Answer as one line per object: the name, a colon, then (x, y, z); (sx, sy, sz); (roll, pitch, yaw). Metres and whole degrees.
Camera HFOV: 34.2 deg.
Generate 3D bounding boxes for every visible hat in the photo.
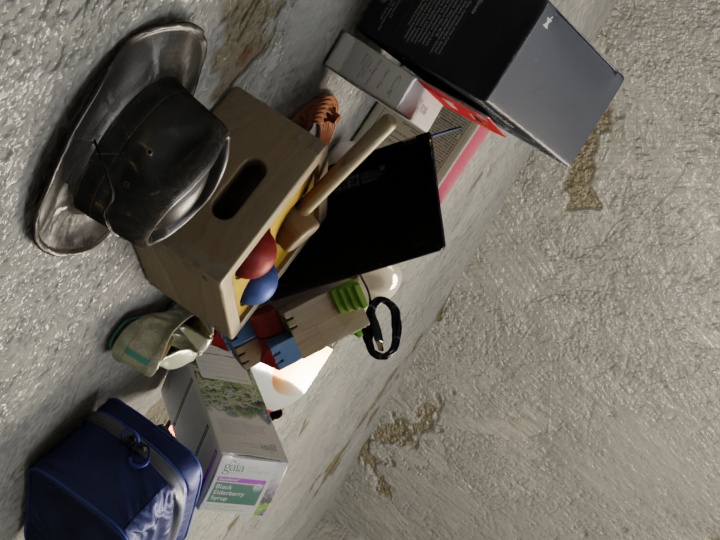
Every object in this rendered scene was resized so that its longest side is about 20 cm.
hat: (-0.147, -0.078, 0.858); (0.201, 0.081, 0.201); (-54, 168, -16)

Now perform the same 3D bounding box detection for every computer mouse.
computer mouse: (0.000, 0.000, 1.232); (0.058, 0.201, 0.034); (-14, 155, -15)

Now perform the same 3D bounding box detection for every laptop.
laptop: (0.009, -0.063, 1.190); (0.116, 0.187, 0.201); (41, 38, -54)

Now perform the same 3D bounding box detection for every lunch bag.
lunch bag: (-0.242, 0.223, 1.170); (0.132, 0.136, 0.200); (-45, 165, -42)

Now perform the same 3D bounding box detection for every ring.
ring: (-0.077, -0.103, 1.285); (0.201, 0.019, 0.201); (-53, 169, -15)

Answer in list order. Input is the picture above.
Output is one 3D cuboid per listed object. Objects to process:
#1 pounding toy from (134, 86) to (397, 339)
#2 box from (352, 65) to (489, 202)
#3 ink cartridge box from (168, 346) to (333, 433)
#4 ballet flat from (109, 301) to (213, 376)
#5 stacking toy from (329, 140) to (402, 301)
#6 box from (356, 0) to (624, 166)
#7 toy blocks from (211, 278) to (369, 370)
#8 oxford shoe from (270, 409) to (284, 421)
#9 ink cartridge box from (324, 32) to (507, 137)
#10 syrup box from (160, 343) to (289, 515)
pounding toy: (-0.084, -0.058, 1.040); (0.200, 0.142, 0.184); (-53, 170, -18)
box: (0.076, -0.165, 1.505); (0.200, 0.128, 0.109); (-56, 171, -1)
ink cartridge box: (-0.141, 0.153, 1.513); (0.162, 0.050, 0.201); (30, 90, -53)
ballet flat: (-0.184, 0.069, 1.183); (0.068, 0.062, 0.200); (-60, 170, 19)
stacking toy: (-0.018, -0.065, 1.373); (0.146, 0.145, 0.201); (107, -9, -57)
box: (0.137, -0.228, 1.228); (0.196, 0.200, 0.118); (25, 99, -52)
toy blocks: (-0.082, 0.048, 1.188); (0.136, 0.100, 0.200); (-27, -163, -13)
oxford shoe: (-0.138, 0.191, 1.757); (0.072, 0.071, 0.200); (-64, 170, 26)
ink cartridge box: (0.065, -0.181, 1.270); (0.045, 0.176, 0.200); (-59, 169, 7)
syrup box: (-0.151, 0.167, 1.268); (0.082, 0.078, 0.200); (-64, -148, 25)
